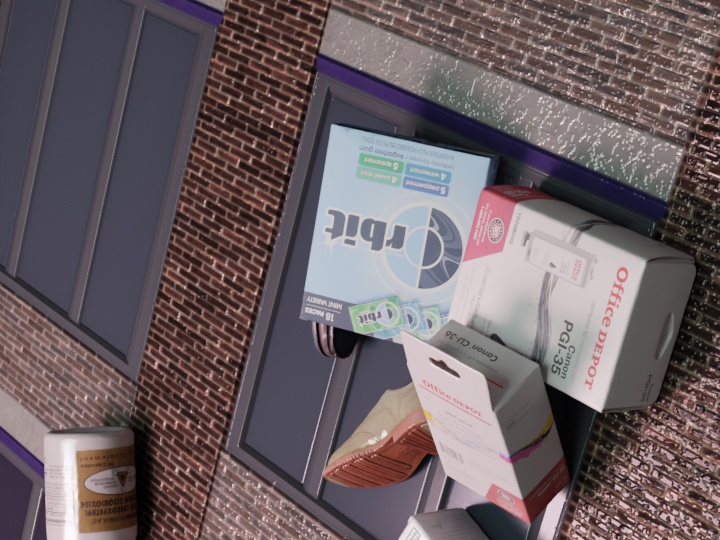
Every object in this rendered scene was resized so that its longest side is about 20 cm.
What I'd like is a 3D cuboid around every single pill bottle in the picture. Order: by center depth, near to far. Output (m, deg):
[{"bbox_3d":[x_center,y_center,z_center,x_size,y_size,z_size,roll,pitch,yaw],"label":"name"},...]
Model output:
[{"bbox_3d":[-0.336,0.301,1.871,0.113,0.114,0.203,-3,88,45],"label":"pill bottle"}]

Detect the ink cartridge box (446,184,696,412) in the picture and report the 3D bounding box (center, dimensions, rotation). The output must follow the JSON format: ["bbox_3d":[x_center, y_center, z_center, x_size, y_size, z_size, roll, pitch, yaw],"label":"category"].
[{"bbox_3d":[0.188,0.022,1.365,0.199,0.082,0.148,27,109,42],"label":"ink cartridge box"}]

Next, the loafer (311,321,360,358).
[{"bbox_3d":[0.000,0.000,1.566,0.063,0.071,0.203,19,101,38],"label":"loafer"}]

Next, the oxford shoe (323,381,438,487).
[{"bbox_3d":[0.033,0.168,1.549,0.199,0.070,0.075,-34,42,40],"label":"oxford shoe"}]

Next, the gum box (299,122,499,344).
[{"bbox_3d":[0.038,-0.032,1.497,0.168,0.044,0.203,13,100,17],"label":"gum box"}]

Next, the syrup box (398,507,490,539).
[{"bbox_3d":[0.114,0.330,1.444,0.200,0.081,0.079,49,123,34],"label":"syrup box"}]

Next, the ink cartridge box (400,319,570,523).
[{"bbox_3d":[0.115,0.126,1.376,0.116,0.067,0.201,27,148,41],"label":"ink cartridge box"}]
